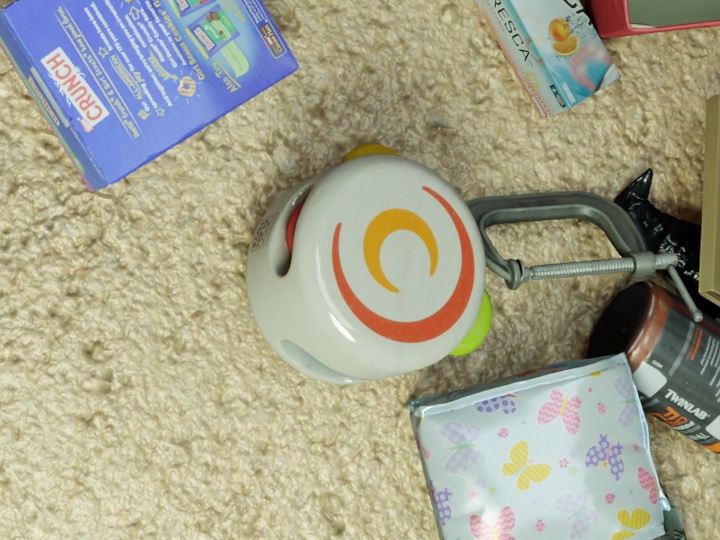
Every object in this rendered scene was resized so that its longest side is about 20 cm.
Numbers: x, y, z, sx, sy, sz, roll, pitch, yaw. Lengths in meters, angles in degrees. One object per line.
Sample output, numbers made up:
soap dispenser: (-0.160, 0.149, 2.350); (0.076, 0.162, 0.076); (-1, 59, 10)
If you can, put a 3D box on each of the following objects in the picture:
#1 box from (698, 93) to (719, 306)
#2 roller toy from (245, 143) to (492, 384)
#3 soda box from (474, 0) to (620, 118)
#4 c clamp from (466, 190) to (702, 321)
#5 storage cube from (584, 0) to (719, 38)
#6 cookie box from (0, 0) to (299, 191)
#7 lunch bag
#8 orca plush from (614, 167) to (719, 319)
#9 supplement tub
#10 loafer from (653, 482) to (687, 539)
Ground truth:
box: (0.373, -0.045, 1.695); (0.163, 0.021, 0.201); (25, 62, -37)
roller toy: (0.000, 0.000, 1.547); (0.182, 0.140, 0.201); (-23, 91, -31)
soda box: (0.153, -0.243, 1.657); (0.063, 0.068, 0.200); (-33, 96, -18)
c clamp: (0.189, -0.019, 1.624); (0.199, 0.027, 0.171); (-1, 43, -15)
storage cube: (0.295, -0.300, 1.616); (0.199, 0.180, 0.172); (-8, 95, -5)
cookie box: (-0.182, -0.189, 1.529); (0.200, 0.075, 0.172); (-33, 98, -19)
lunch bag: (0.157, 0.173, 1.591); (0.199, 0.127, 0.170); (-15, 90, -2)
orca plush: (0.332, -0.018, 1.705); (0.105, 0.071, 0.200); (-43, 100, -18)
supplement tub: (0.313, 0.100, 1.671); (0.200, 0.107, 0.107); (31, 76, -15)
loafer: (0.281, 0.273, 1.668); (0.072, 0.063, 0.201); (-15, 91, -20)
